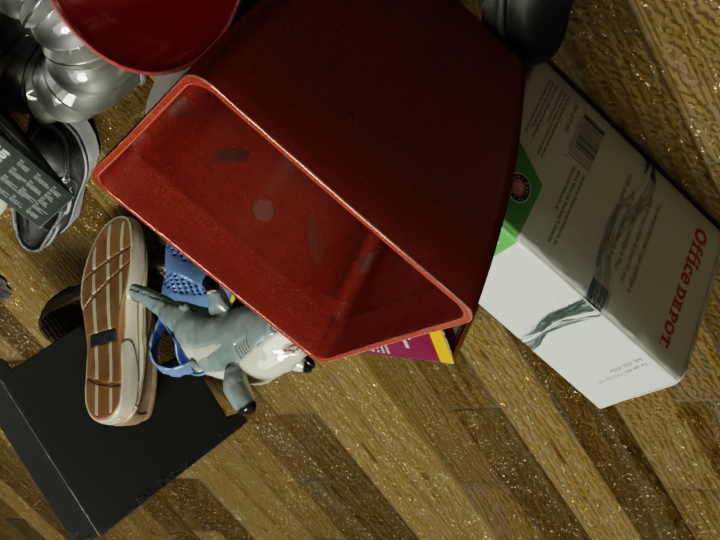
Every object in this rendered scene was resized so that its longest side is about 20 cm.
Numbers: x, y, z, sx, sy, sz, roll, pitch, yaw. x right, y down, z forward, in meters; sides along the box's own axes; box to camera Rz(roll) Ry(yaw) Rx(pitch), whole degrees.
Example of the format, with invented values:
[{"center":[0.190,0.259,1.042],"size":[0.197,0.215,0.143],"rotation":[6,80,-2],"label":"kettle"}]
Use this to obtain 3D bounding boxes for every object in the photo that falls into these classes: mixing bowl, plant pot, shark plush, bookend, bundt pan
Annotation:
[{"center":[-0.115,-0.236,0.751],"size":[0.198,0.108,0.203],"rotation":[16,118,31],"label":"mixing bowl"},{"center":[-0.015,-0.085,0.716],"size":[0.199,0.177,0.199],"rotation":[39,153,-16],"label":"plant pot"},{"center":[-0.114,0.040,0.994],"size":[0.199,0.090,0.084],"rotation":[27,129,43],"label":"shark plush"},{"center":[-0.256,0.134,1.194],"size":[0.201,0.198,0.092],"rotation":[58,146,-6],"label":"bookend"},{"center":[-0.271,-0.201,0.959],"size":[0.199,0.076,0.203],"rotation":[18,142,15],"label":"bundt pan"}]

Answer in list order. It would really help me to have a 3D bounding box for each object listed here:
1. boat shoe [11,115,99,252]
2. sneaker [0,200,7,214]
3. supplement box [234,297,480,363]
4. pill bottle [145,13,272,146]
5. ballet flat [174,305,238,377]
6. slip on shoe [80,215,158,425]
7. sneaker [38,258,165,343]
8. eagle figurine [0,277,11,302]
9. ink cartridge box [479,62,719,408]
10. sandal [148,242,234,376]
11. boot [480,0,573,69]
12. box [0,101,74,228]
[{"center":[-0.305,-0.087,1.125],"size":[0.071,0.068,0.200],"rotation":[31,144,-2],"label":"boat shoe"},{"center":[-0.393,-0.094,1.107],"size":[0.130,0.079,0.199],"rotation":[59,163,-22],"label":"sneaker"},{"center":[0.000,0.000,0.981],"size":[0.198,0.111,0.086],"rotation":[5,137,31],"label":"supplement box"},{"center":[-0.052,-0.099,0.860],"size":[0.199,0.114,0.113],"rotation":[30,147,-25],"label":"pill bottle"},{"center":[-0.150,0.078,1.220],"size":[0.069,0.063,0.199],"rotation":[44,142,-18],"label":"ballet flat"},{"center":[-0.227,0.050,1.141],"size":[0.075,0.203,0.060],"rotation":[-13,163,34],"label":"slip on shoe"},{"center":[-0.246,0.018,1.222],"size":[0.197,0.076,0.071],"rotation":[-15,118,18],"label":"sneaker"},{"center":[-0.536,0.026,1.382],"size":[0.199,0.151,0.153],"rotation":[33,136,14],"label":"eagle figurine"},{"center":[0.148,-0.023,0.819],"size":[0.199,0.147,0.083],"rotation":[40,143,-13],"label":"ink cartridge box"},{"center":[-0.158,0.022,1.102],"size":[0.079,0.087,0.203],"rotation":[15,116,27],"label":"sandal"},{"center":[0.155,-0.187,0.673],"size":[0.156,0.080,0.213],"rotation":[19,142,15],"label":"boot"},{"center":[-0.340,-0.136,0.979],"size":[0.160,0.043,0.200],"rotation":[48,177,23],"label":"box"}]
